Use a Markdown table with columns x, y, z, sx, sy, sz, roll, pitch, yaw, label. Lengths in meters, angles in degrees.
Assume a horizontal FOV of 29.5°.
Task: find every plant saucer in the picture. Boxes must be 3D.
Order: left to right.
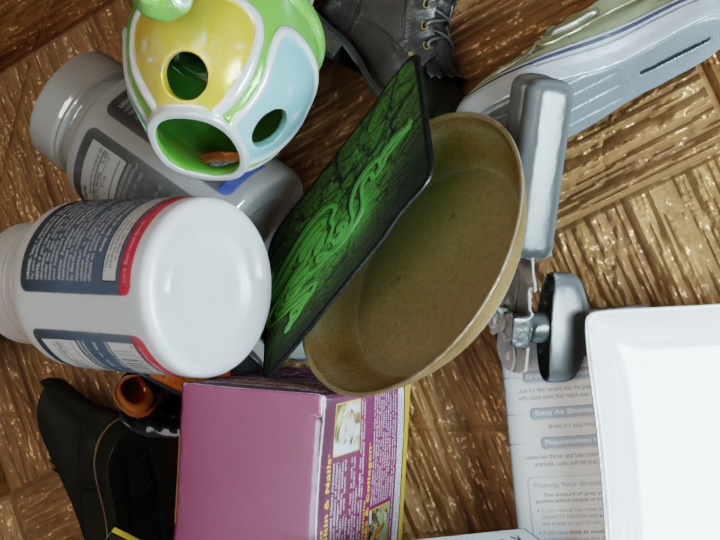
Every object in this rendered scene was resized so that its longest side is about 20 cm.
| x | y | z | sx | sy | sz | roll | pitch | yaw | label |
| --- | --- | --- | --- | --- | --- | --- | --- | --- | --- |
| 0.040 | -0.006 | 0.878 | 0.200 | 0.035 | 0.201 | -33 | 41 | 35 | plant saucer |

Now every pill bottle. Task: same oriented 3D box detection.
| x | y | z | sx | sy | sz | roll | pitch | yaw | label |
| --- | --- | --- | --- | --- | --- | --- | --- | --- | --- |
| -0.171 | 0.009 | 0.950 | 0.199 | 0.119 | 0.120 | 2 | 90 | 40 | pill bottle |
| -0.152 | -0.079 | 1.048 | 0.200 | 0.114 | 0.114 | 36 | 103 | 20 | pill bottle |

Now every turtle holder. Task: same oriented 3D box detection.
| x | y | z | sx | sy | sz | roll | pitch | yaw | label |
| --- | --- | --- | --- | --- | --- | --- | --- | --- | --- |
| -0.093 | -0.146 | 0.921 | 0.140 | 0.186 | 0.132 | 17 | 61 | -9 | turtle holder |

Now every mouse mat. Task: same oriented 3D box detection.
| x | y | z | sx | sy | sz | roll | pitch | yaw | label |
| --- | --- | --- | --- | --- | --- | --- | --- | --- | --- |
| -0.013 | -0.039 | 0.926 | 0.008 | 0.161 | 0.200 | 26 | 122 | -21 | mouse mat |

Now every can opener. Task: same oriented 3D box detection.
| x | y | z | sx | sy | sz | roll | pitch | yaw | label |
| --- | --- | --- | --- | --- | --- | --- | --- | --- | --- |
| 0.117 | -0.027 | 0.895 | 0.066 | 0.053 | 0.201 | -2 | 104 | -15 | can opener |

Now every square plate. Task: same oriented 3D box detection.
| x | y | z | sx | sy | sz | roll | pitch | yaw | label |
| --- | --- | --- | --- | --- | --- | --- | --- | --- | --- |
| 0.249 | 0.118 | 0.887 | 0.199 | 0.028 | 0.200 | -5 | 87 | -4 | square plate |

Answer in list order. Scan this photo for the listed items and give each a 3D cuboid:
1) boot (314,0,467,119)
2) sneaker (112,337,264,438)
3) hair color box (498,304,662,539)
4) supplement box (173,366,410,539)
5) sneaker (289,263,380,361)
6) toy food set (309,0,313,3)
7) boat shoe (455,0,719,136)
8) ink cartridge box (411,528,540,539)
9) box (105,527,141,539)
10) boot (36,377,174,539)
| x | y | z | sx | sy | sz | roll | pitch | yaw | label |
| --- | --- | --- | --- | --- | --- | --- | --- | --- | --- |
| 0.058 | -0.202 | 0.984 | 0.200 | 0.069 | 0.175 | 40 | 104 | 21 | boot |
| -0.165 | 0.054 | 1.044 | 0.199 | 0.112 | 0.078 | 29 | 125 | 21 | sneaker |
| 0.157 | 0.128 | 0.943 | 0.098 | 0.061 | 0.201 | -7 | 87 | 22 | hair color box |
| -0.041 | 0.139 | 0.949 | 0.103 | 0.200 | 0.132 | 4 | 90 | 18 | supplement box |
| 0.000 | 0.000 | 0.998 | 0.200 | 0.087 | 0.075 | -37 | 78 | 20 | sneaker |
| -0.104 | -0.262 | 0.992 | 0.049 | 0.200 | 0.198 | -42 | 58 | -15 | toy food set |
| 0.153 | -0.144 | 0.937 | 0.199 | 0.072 | 0.062 | -24 | 56 | 2 | boat shoe |
| 0.052 | 0.218 | 0.878 | 0.039 | 0.199 | 0.100 | 52 | 130 | 47 | ink cartridge box |
| -0.095 | 0.268 | 0.977 | 0.159 | 0.200 | 0.049 | 22 | 65 | 23 | box |
| -0.209 | 0.192 | 1.104 | 0.138 | 0.077 | 0.201 | 23 | 114 | 45 | boot |
